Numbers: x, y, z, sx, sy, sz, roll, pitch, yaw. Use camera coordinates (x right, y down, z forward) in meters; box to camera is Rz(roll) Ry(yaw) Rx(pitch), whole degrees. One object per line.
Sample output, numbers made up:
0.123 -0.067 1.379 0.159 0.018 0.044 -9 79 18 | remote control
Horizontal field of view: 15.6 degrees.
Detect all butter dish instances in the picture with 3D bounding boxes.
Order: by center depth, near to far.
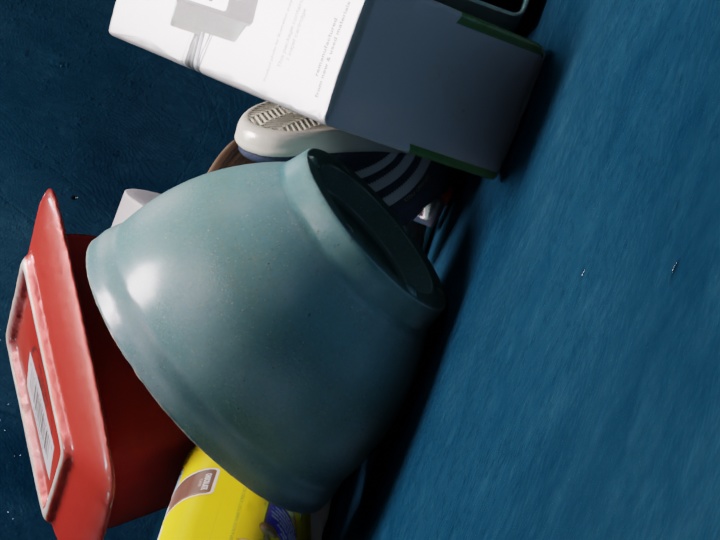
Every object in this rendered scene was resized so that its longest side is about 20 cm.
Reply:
-0.131 0.065 1.618 0.200 0.147 0.201 118 140 -63 | butter dish

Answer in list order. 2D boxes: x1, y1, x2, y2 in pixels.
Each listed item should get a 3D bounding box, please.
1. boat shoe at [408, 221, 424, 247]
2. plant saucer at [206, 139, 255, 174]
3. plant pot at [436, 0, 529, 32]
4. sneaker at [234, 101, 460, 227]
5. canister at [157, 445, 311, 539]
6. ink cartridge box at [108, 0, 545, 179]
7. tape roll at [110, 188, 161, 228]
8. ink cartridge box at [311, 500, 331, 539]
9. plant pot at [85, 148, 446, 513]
0.000 0.000 1.669 0.057 0.067 0.201 73 -152 -73 | boat shoe
-0.090 0.005 1.819 0.200 0.029 0.201 16 -90 -77 | plant saucer
0.050 -0.215 1.656 0.200 0.141 0.142 97 -167 -78 | plant pot
-0.004 -0.055 1.586 0.200 0.075 0.085 -2 -70 -50 | sneaker
-0.074 0.193 1.463 0.200 0.086 0.149 -77 -14 -70 | canister
-0.022 -0.129 1.464 0.200 0.146 0.083 26 98 44 | ink cartridge box
-0.127 0.030 2.194 0.203 0.202 0.140 -106 36 -82 | tape roll
-0.090 0.214 1.705 0.148 0.085 0.201 -75 6 -55 | ink cartridge box
-0.037 0.017 1.480 0.134 0.200 0.200 -40 13 14 | plant pot
